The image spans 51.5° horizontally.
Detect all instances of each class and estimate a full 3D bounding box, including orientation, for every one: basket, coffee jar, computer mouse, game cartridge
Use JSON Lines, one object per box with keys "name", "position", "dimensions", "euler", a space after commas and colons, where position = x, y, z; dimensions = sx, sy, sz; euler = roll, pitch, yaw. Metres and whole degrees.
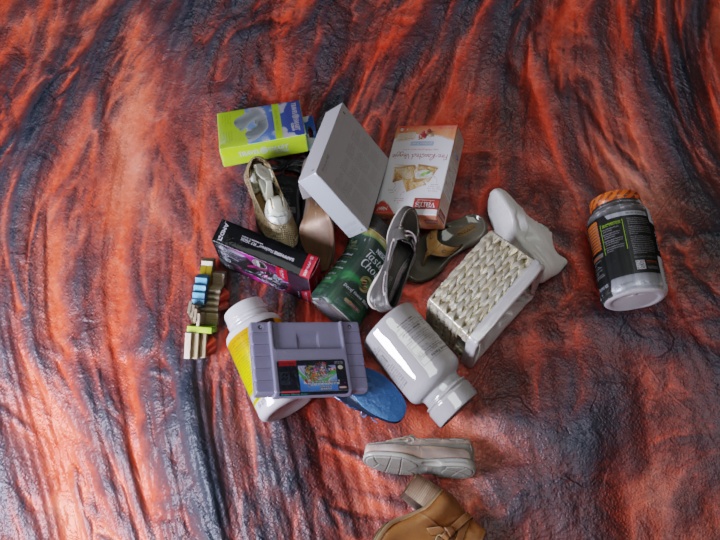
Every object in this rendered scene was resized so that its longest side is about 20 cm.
{"name": "basket", "position": [0.219, 0.048, 1.345], "dimensions": [0.123, 0.136, 0.200], "euler": [40, 73, 18]}
{"name": "coffee jar", "position": [0.000, 0.000, 1.375], "dimensions": [0.104, 0.085, 0.202], "euler": [40, 69, -23]}
{"name": "computer mouse", "position": [-0.150, -0.135, 1.459], "dimensions": [0.135, 0.053, 0.204], "euler": [8, 58, 0]}
{"name": "game cartridge", "position": [-0.087, 0.149, 1.255], "dimensions": [0.195, 0.039, 0.132], "euler": [1, 56, -21]}

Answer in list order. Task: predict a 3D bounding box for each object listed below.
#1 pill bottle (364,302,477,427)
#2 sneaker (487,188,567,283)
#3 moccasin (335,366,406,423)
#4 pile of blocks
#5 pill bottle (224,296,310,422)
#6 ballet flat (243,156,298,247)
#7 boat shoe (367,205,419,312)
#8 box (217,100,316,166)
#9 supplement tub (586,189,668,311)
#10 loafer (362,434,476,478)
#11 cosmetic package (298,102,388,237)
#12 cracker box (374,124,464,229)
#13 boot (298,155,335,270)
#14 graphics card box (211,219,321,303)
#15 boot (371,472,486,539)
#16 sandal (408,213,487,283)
{"name": "pill bottle", "position": [0.108, 0.167, 1.304], "dimensions": [0.114, 0.115, 0.201], "euler": [-37, 74, -14]}
{"name": "sneaker", "position": [0.322, -0.076, 1.436], "dimensions": [0.087, 0.075, 0.203], "euler": [-24, 76, -24]}
{"name": "moccasin", "position": [-0.006, 0.204, 1.316], "dimensions": [0.198, 0.069, 0.081], "euler": [33, 63, 12]}
{"name": "pile of blocks", "position": [-0.273, 0.067, 1.357], "dimensions": [0.060, 0.082, 0.205], "euler": [4, 68, 1]}
{"name": "pill bottle", "position": [-0.166, 0.152, 1.309], "dimensions": [0.107, 0.110, 0.203], "euler": [-25, 71, -11]}
{"name": "ballet flat", "position": [-0.169, -0.131, 1.385], "dimensions": [0.069, 0.066, 0.202], "euler": [-19, 63, -22]}
{"name": "boat shoe", "position": [0.073, -0.020, 1.339], "dimensions": [0.066, 0.056, 0.204], "euler": [28, 77, -33]}
{"name": "box", "position": [-0.186, -0.278, 1.496], "dimensions": [0.194, 0.048, 0.124], "euler": [-11, 48, -4]}
{"name": "supplement tub", "position": [0.491, -0.039, 1.386], "dimensions": [0.119, 0.123, 0.205], "euler": [-3, 69, -2]}
{"name": "loafer", "position": [0.101, 0.312, 1.279], "dimensions": [0.194, 0.073, 0.064], "euler": [8, 51, -4]}
{"name": "cosmetic package", "position": [-0.027, -0.187, 1.378], "dimensions": [0.051, 0.151, 0.203], "euler": [-18, 38, 34]}
{"name": "cracker box", "position": [0.116, -0.183, 1.449], "dimensions": [0.131, 0.058, 0.205], "euler": [4, 66, 27]}
{"name": "boot", "position": [-0.068, -0.120, 1.416], "dimensions": [0.068, 0.147, 0.205], "euler": [-3, 110, 16]}
{"name": "graphics card box", "position": [-0.168, -0.015, 1.368], "dimensions": [0.196, 0.126, 0.052], "euler": [23, 70, 7]}
{"name": "boot", "position": [0.101, 0.457, 1.220], "dimensions": [0.154, 0.077, 0.201], "euler": [36, 65, 8]}
{"name": "sandal", "position": [0.163, -0.051, 1.423], "dimensions": [0.197, 0.055, 0.083], "euler": [-29, 71, -12]}
